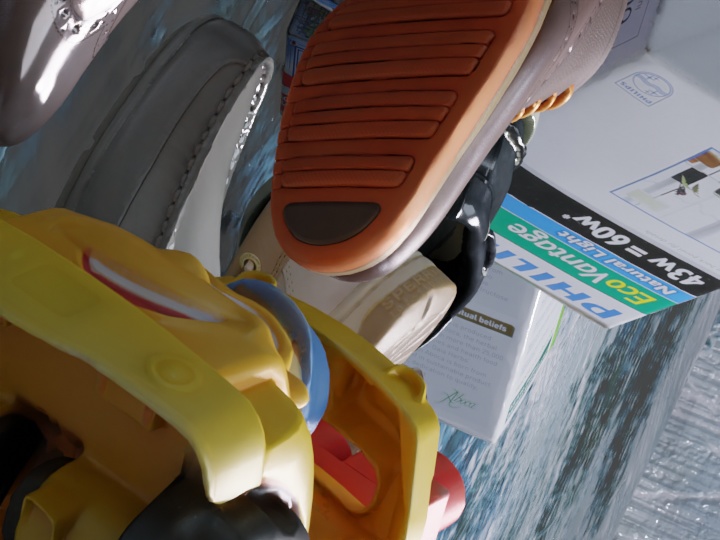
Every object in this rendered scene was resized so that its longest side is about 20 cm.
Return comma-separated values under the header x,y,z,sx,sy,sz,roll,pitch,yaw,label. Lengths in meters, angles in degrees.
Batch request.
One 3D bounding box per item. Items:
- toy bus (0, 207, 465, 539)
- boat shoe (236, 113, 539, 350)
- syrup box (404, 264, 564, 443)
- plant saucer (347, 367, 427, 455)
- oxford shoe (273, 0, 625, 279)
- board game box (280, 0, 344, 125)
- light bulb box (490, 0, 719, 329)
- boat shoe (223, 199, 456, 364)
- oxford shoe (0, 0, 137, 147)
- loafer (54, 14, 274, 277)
x,y,z,sx,sy,sz,roll,pitch,yaw,label
-0.043,0.066,0.719,0.192,0.136,0.200,-25,139,-44,toy bus
0.002,0.001,0.985,0.199,0.074,0.066,-44,-151,53,boat shoe
0.057,-0.029,1.270,0.079,0.081,0.200,-57,166,-46,syrup box
-0.048,0.107,0.952,0.200,0.032,0.200,-40,173,-6,plant saucer
0.041,-0.065,0.845,0.200,0.071,0.073,-59,135,-30,oxford shoe
0.026,-0.128,0.983,0.200,0.062,0.200,16,96,-79,board game box
0.126,-0.105,1.083,0.200,0.125,0.199,-24,-140,59,light bulb box
-0.041,0.036,0.955,0.074,0.069,0.200,-32,169,-44,boat shoe
-0.033,-0.107,0.683,0.200,0.073,0.071,-58,171,2,oxford shoe
-0.064,0.026,0.835,0.070,0.070,0.200,6,107,-78,loafer
